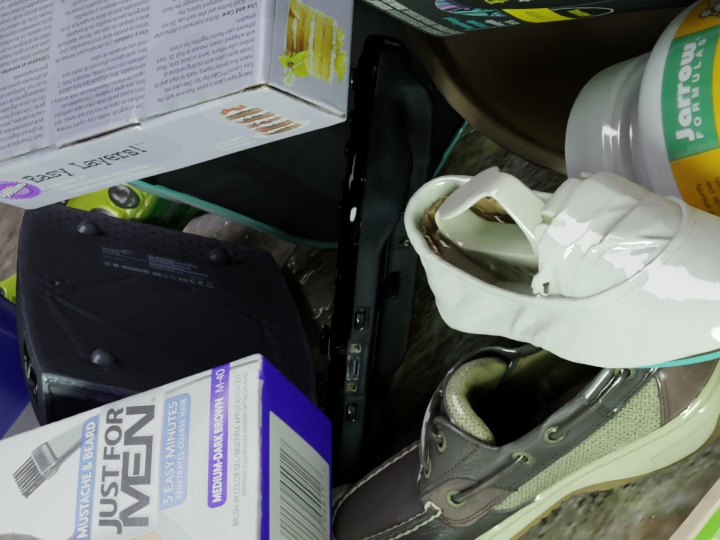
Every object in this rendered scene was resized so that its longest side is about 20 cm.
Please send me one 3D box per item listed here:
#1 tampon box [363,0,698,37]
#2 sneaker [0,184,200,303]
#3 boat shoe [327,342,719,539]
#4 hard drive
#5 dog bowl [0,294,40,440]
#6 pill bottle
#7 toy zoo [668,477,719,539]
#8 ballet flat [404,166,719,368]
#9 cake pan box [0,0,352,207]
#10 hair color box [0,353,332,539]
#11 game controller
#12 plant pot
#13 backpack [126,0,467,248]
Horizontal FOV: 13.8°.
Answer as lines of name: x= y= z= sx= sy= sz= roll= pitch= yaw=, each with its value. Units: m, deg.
tampon box: x=0.100 y=-0.167 z=1.110 sx=0.199 sy=0.150 sz=0.127 roll=-5 pitch=85 yaw=17
sneaker: x=-0.136 y=0.013 z=1.499 sx=0.200 sy=0.083 sz=0.074 roll=-50 pitch=52 yaw=34
boat shoe: x=0.056 y=0.060 z=1.144 sx=0.200 sy=0.065 sz=0.073 roll=-31 pitch=31 yaw=31
hard drive: x=-0.092 y=0.031 z=1.340 sx=0.200 sy=0.134 sz=0.042 roll=-109 pitch=33 yaw=-66
dog bowl: x=-0.210 y=0.105 z=1.393 sx=0.200 sy=0.079 sz=0.200 roll=-52 pitch=3 yaw=4
pill bottle: x=0.172 y=-0.056 z=1.070 sx=0.200 sy=0.113 sz=0.113 roll=-14 pitch=42 yaw=48
toy zoo: x=0.168 y=0.105 z=0.965 sx=0.131 sy=0.020 sz=0.200 roll=-50 pitch=26 yaw=-3
ballet flat: x=0.075 y=-0.006 z=1.066 sx=0.070 sy=0.069 sz=0.200 roll=-56 pitch=25 yaw=-15
cake pan box: x=-0.086 y=-0.131 z=1.202 sx=0.200 sy=0.052 sz=0.185 roll=-15 pitch=63 yaw=41
hair color box: x=-0.110 y=0.119 z=1.194 sx=0.200 sy=0.065 sz=0.110 roll=-20 pitch=49 yaw=24
game controller: x=0.000 y=0.000 z=1.216 sx=0.200 sy=0.042 sz=0.105 roll=94 pitch=-169 yaw=-49
plant pot: x=0.119 y=-0.133 z=1.229 sx=0.201 sy=0.201 sz=0.093 roll=-44 pitch=-14 yaw=10
backpack: x=-0.048 y=-0.110 z=1.370 sx=0.176 sy=0.200 sz=0.153 roll=-65 pitch=26 yaw=5
